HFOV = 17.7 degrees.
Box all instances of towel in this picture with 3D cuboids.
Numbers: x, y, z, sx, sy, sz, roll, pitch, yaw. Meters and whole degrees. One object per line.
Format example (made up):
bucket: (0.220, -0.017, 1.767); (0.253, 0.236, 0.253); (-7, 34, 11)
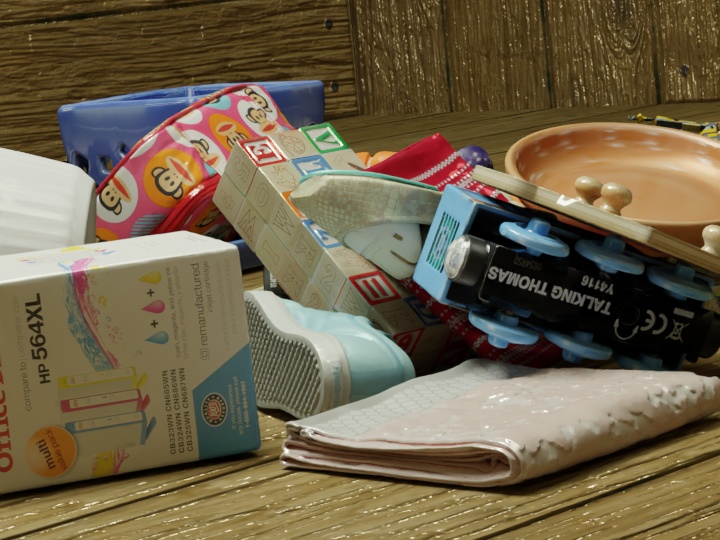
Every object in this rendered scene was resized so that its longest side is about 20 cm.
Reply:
towel: (0.083, 0.085, 1.351); (0.190, 0.032, 0.199); (1, 11, 43)
towel: (0.080, -0.011, 1.592); (0.200, 0.023, 0.144); (42, 40, 20)

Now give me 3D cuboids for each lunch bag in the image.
lunch bag: (-0.143, -0.049, 1.754); (0.176, 0.082, 0.200); (-45, -6, 31)

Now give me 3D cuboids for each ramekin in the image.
ramekin: (-0.230, 0.014, 1.552); (0.094, 0.204, 0.202); (5, 7, -4)

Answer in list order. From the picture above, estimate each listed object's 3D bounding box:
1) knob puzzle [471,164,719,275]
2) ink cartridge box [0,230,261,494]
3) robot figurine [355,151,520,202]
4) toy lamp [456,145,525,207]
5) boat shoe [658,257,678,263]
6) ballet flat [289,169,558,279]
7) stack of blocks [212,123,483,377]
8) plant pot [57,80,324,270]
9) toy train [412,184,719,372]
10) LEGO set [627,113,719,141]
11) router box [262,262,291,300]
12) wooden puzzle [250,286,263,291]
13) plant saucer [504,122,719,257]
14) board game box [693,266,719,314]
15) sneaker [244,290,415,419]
knob puzzle: (0.157, -0.041, 1.486); (0.218, 0.031, 0.220); (21, 3, -1)
ink cartridge box: (-0.178, 0.056, 1.405); (0.199, 0.130, 0.125); (-9, 8, -19)
robot figurine: (0.047, -0.044, 2.013); (0.198, 0.118, 0.144); (2, 2, 5)
toy lamp: (0.140, -0.028, 1.800); (0.058, 0.058, 0.200); (-11, 40, -36)
boat shoe: (0.209, -0.017, 1.709); (0.064, 0.071, 0.200); (-48, -1, 34)
ballet flat: (0.050, -0.020, 1.523); (0.199, 0.063, 0.067); (9, -27, -18)
stack of blocks: (0.001, -0.014, 1.616); (0.115, 0.059, 0.200); (-13, 51, -39)
plant pot: (-0.161, -0.091, 2.318); (0.199, 0.181, 0.199); (1, 10, 40)
toy train: (0.135, 0.010, 1.474); (0.199, 0.087, 0.114); (16, 11, -21)
LEGO set: (0.231, -0.064, 1.896); (0.199, 0.154, 0.116); (-15, 31, 17)
router box: (0.000, 0.000, 1.763); (0.149, 0.063, 0.200); (-5, 24, 0)
wooden puzzle: (-0.011, 0.020, 1.904); (0.199, 0.038, 0.185); (-2, 8, 24)
plant saucer: (0.202, -0.057, 1.676); (0.199, 0.038, 0.200); (3, 23, -1)
board game box: (0.308, 0.010, 1.741); (0.133, 0.034, 0.200); (-5, 7, 8)
sneaker: (-0.023, 0.059, 1.522); (0.081, 0.074, 0.200); (0, 14, -21)
